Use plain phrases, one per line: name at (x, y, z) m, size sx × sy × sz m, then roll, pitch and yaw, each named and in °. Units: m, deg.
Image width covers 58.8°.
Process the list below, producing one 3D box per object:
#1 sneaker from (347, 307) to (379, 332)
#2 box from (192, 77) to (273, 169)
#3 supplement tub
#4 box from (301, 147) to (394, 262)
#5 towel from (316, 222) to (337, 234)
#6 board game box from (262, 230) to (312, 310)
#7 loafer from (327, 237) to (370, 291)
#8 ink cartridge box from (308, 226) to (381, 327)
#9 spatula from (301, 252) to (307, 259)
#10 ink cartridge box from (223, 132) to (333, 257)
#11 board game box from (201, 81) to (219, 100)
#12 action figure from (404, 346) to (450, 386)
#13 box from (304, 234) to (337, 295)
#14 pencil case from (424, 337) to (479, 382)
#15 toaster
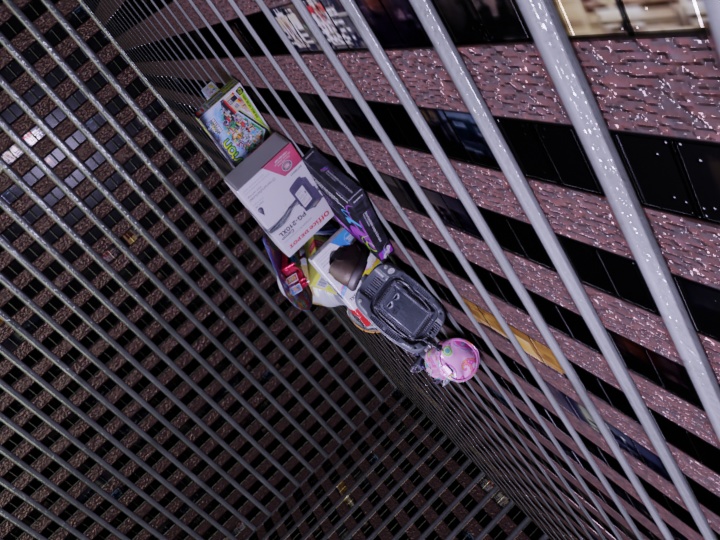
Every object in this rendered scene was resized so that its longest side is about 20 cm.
sneaker at (0.059, 0.105, 1.460) m, size 0.196 × 0.080 × 0.077 m, roll 14°, pitch 161°, yaw 19°
box at (-0.240, -0.274, 1.304) m, size 0.035 × 0.110 × 0.201 m, roll 39°, pitch 169°, yaw 42°
supplement tub at (-0.106, 0.015, 1.660) m, size 0.197 × 0.146 × 0.145 m, roll 8°, pitch 146°, yaw 40°
box at (-0.020, -0.112, 1.129) m, size 0.143 × 0.036 × 0.201 m, roll 44°, pitch 170°, yaw 35°
towel at (-0.158, -0.149, 1.519) m, size 0.143 × 0.024 × 0.200 m, roll -2°, pitch -142°, yaw -50°
board game box at (-0.145, -0.010, 1.433) m, size 0.203 × 0.038 × 0.158 m, roll 67°, pitch -165°, yaw 9°
loafer at (-0.021, -0.029, 1.216) m, size 0.070 × 0.074 × 0.200 m, roll 25°, pitch -164°, yaw -4°
ink cartridge box at (-0.004, 0.014, 1.354) m, size 0.201 × 0.116 × 0.067 m, roll 49°, pitch 172°, yaw -11°
spatula at (-0.097, -0.055, 1.582) m, size 0.056 × 0.021 × 0.201 m, roll 32°, pitch -152°, yaw -2°
ink cartridge box at (-0.159, -0.152, 1.310) m, size 0.084 × 0.145 × 0.201 m, roll 38°, pitch 168°, yaw 48°
board game box at (-0.298, -0.349, 1.553) m, size 0.134 × 0.034 × 0.201 m, roll 45°, pitch 171°, yaw 27°
action figure at (0.172, 0.225, 1.594) m, size 0.132 × 0.069 × 0.200 m, roll 59°, pitch 167°, yaw -8°
box at (-0.085, -0.031, 1.476) m, size 0.074 × 0.051 × 0.202 m, roll 20°, pitch -150°, yaw -22°
pencil case at (0.177, 0.179, 1.267) m, size 0.088 × 0.087 × 0.200 m, roll 47°, pitch 172°, yaw 4°
toaster at (0.080, 0.079, 1.214) m, size 0.199 × 0.114 × 0.129 m, roll 38°, pitch 176°, yaw 5°
